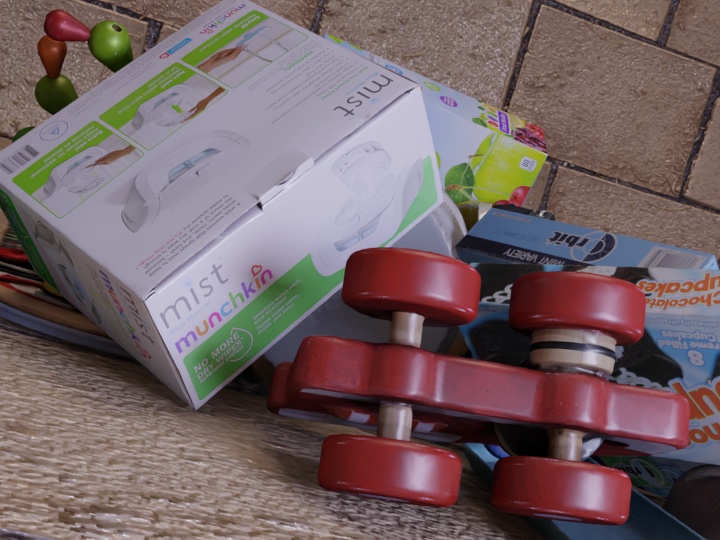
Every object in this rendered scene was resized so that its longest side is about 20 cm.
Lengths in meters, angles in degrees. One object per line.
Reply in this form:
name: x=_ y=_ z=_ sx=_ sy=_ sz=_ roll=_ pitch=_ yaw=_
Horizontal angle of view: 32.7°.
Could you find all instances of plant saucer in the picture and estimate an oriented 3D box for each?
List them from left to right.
plant saucer: x=0.115 y=0.125 z=0.651 sx=0.069 sy=0.019 sz=0.200 roll=1 pitch=7 yaw=-13

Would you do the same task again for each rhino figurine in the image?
rhino figurine: x=0.207 y=0.141 z=0.610 sx=0.086 sy=0.060 sz=0.200 roll=1 pitch=5 yaw=0

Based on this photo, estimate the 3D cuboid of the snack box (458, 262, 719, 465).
snack box: x=0.155 y=0.052 z=0.663 sx=0.199 sy=0.037 sz=0.117 roll=2 pitch=-46 yaw=37

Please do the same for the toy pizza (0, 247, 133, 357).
toy pizza: x=-0.174 y=0.019 z=0.823 sx=0.198 sy=0.032 sz=0.200 roll=17 pitch=4 yaw=-1

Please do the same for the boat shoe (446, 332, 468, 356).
boat shoe: x=0.048 y=0.059 z=1.058 sx=0.198 sy=0.075 sz=0.066 roll=17 pitch=17 yaw=11

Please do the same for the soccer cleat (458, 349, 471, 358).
soccer cleat: x=0.156 y=0.108 z=0.986 sx=0.199 sy=0.065 sz=0.084 roll=20 pitch=31 yaw=-41

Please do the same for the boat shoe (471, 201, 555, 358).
boat shoe: x=0.114 y=0.031 z=0.902 sx=0.067 sy=0.201 sz=0.072 roll=6 pitch=-38 yaw=1

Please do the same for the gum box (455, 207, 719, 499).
gum box: x=0.165 y=0.062 z=0.772 sx=0.169 sy=0.045 sz=0.201 roll=16 pitch=-38 yaw=48

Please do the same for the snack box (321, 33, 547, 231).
snack box: x=0.027 y=-0.072 z=1.001 sx=0.198 sy=0.170 sz=0.068 roll=22 pitch=26 yaw=-6

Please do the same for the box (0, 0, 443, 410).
box: x=-0.084 y=-0.051 z=0.713 sx=0.176 sy=0.200 sz=0.097 roll=32 pitch=-29 yaw=37

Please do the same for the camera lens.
camera lens: x=0.000 y=0.000 z=0.877 sx=0.159 sy=0.161 sz=0.200 roll=18 pitch=7 yaw=4

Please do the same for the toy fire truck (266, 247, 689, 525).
toy fire truck: x=0.055 y=0.066 z=0.628 sx=0.198 sy=0.113 sz=0.168 roll=8 pitch=-12 yaw=-6

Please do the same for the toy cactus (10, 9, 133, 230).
toy cactus: x=-0.151 y=-0.080 z=0.831 sx=0.163 sy=0.201 sz=0.103 roll=1 pitch=35 yaw=-18
